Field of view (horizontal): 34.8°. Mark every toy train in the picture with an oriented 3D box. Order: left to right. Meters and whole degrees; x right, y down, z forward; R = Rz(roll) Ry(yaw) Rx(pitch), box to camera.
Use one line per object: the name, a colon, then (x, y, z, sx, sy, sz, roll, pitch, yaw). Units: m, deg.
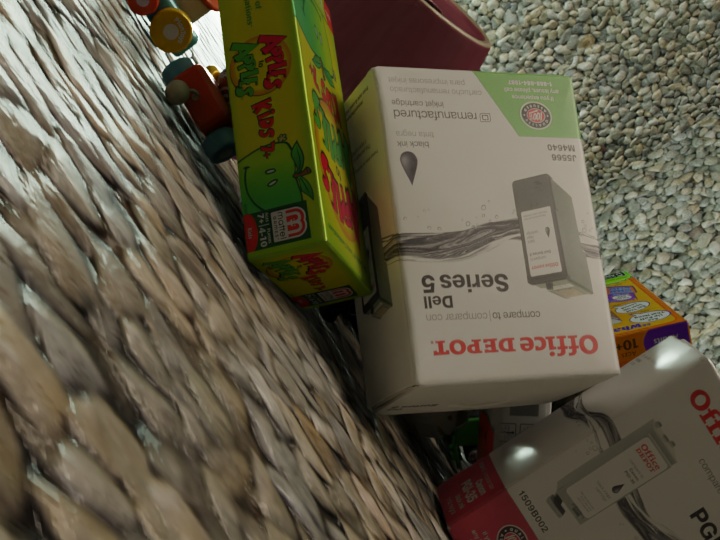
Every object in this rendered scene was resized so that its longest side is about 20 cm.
toy train: (-0.110, -0.153, 0.772, 0.201, 0.055, 0.150, 59, 4, 19)
toy train: (0.099, 0.140, 1.108, 0.200, 0.041, 0.057, -93, 178, -83)

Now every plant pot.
plant pot: (0.008, -0.161, 0.973, 0.199, 0.179, 0.200, 35, 20, -15)

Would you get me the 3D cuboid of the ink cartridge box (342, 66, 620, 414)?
ink cartridge box: (0.071, -0.018, 0.731, 0.084, 0.144, 0.202, 141, -55, -63)

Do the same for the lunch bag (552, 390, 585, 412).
lunch bag: (0.180, 0.188, 0.929, 0.200, 0.116, 0.166, -116, -156, -67)

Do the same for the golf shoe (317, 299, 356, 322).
golf shoe: (0.059, 0.016, 0.804, 0.073, 0.197, 0.093, 104, -11, -46)

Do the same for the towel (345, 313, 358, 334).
towel: (0.000, 0.000, 1.004, 0.201, 0.049, 0.148, 60, 5, 37)

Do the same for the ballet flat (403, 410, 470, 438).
ballet flat: (0.063, 0.096, 0.901, 0.200, 0.066, 0.068, 2, 95, -72)

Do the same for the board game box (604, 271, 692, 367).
board game box: (0.222, 0.139, 1.175, 0.200, 0.198, 0.202, -104, -178, -76)

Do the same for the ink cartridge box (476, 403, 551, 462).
ink cartridge box: (0.106, 0.113, 0.900, 0.200, 0.049, 0.164, -149, -118, -83)

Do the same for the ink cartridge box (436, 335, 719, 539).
ink cartridge box: (0.172, 0.159, 0.757, 0.147, 0.199, 0.083, 56, 3, -5)

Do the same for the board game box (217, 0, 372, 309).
board game box: (-0.040, -0.089, 0.687, 0.102, 0.047, 0.202, 50, 29, -68)
